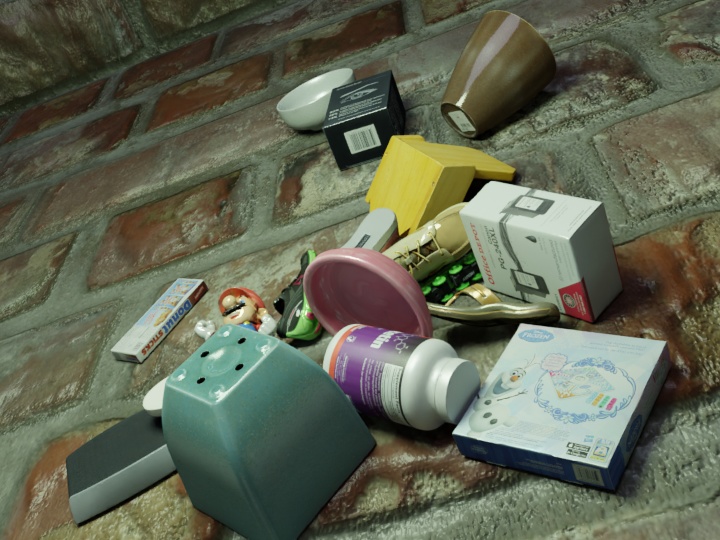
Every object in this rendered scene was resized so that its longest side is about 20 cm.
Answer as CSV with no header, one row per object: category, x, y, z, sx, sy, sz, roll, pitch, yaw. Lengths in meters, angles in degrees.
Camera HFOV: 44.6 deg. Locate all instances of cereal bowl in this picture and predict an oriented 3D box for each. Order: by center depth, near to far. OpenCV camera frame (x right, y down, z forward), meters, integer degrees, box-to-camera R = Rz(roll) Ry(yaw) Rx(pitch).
cereal bowl,-0.091,-0.384,2.031,0.196,0.084,0.201,-21,26,10

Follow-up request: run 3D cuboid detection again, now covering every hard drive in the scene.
hard drive,-0.333,0.265,1.266,0.197,0.043,0.135,-29,31,-7

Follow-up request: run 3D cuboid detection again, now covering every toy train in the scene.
toy train,0.101,0.035,1.321,0.198,0.042,0.056,-33,21,-15

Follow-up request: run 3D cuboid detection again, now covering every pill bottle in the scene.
pill bottle,0.052,0.137,1.126,0.197,0.114,0.113,7,42,41

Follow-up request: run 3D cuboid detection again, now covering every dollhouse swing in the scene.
dollhouse swing,0.145,-0.140,1.557,0.200,0.173,0.185,41,110,56

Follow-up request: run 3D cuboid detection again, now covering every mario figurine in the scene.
mario figurine,-0.195,0.093,1.365,0.120,0.108,0.202,5,36,-13

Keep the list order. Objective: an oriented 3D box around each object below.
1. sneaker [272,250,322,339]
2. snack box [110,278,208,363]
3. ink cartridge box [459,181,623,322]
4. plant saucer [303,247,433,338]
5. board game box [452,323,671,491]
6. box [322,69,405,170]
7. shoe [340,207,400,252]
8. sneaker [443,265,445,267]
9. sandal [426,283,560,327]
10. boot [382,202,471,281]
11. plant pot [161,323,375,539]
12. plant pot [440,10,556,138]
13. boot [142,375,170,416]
sneaker,-0.100,0.035,1.421,0.082,0.078,0.202,-11,32,13
snack box,-0.357,0.086,1.572,0.071,0.025,0.201,1,39,37
ink cartridge box,0.247,-0.030,1.211,0.083,0.147,0.198,-41,35,-24
plant saucer,0.016,0.043,1.204,0.197,0.203,0.051,4,43,38
board game box,0.240,0.153,1.040,0.197,0.044,0.200,5,42,40
box,0.012,-0.320,1.852,0.145,0.106,0.202,-14,32,16
shoe,0.000,0.000,1.396,0.071,0.092,0.201,23,61,36
sneaker,0.151,-0.054,1.399,0.197,0.061,0.104,-29,6,24
sandal,0.176,0.046,1.203,0.196,0.080,0.055,-2,77,25
boot,0.079,-0.020,1.281,0.198,0.074,0.155,-32,-1,34
plant pot,-0.134,0.186,1.097,0.193,0.203,0.196,12,46,44
plant pot,0.250,-0.362,1.707,0.201,0.188,0.186,-50,37,-14
boot,-0.208,0.184,1.260,0.196,0.091,0.073,-21,33,11
